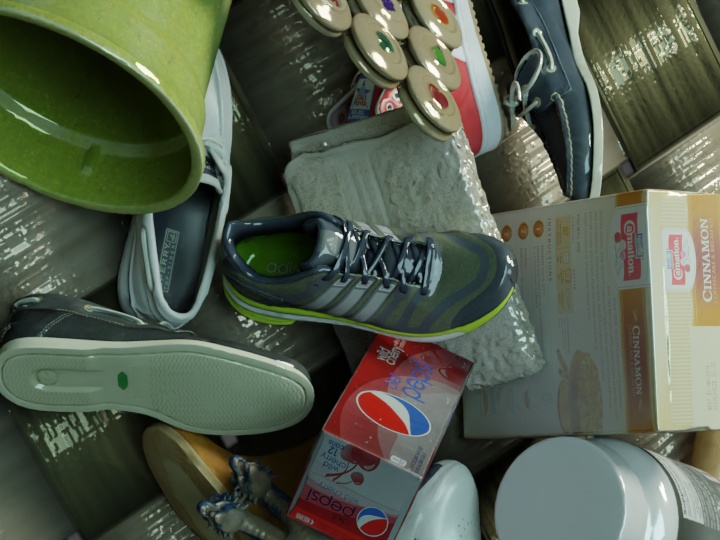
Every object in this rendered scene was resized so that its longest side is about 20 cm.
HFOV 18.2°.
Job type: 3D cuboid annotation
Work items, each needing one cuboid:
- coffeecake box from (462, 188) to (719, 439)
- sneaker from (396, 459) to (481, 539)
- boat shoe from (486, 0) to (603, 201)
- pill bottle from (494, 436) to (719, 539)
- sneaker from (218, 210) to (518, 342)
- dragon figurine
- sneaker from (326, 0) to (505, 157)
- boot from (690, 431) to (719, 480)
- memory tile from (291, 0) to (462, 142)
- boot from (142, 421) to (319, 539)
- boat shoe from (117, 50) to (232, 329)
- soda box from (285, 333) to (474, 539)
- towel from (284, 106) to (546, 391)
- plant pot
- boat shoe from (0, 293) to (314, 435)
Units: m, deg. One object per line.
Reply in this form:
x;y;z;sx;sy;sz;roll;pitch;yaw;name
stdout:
0.153;0.033;1.506;0.073;0.199;0.155;1;85;-35;coffeecake box
0.088;0.230;1.472;0.079;0.129;0.201;-1;99;-54;sneaker
0.126;-0.131;1.556;0.061;0.075;0.201;-3;62;-11;boat shoe
0.177;0.175;1.513;0.200;0.113;0.115;22;73;-56;pill bottle
0.000;0.000;1.423;0.198;0.081;0.074;-1;71;12;sneaker
-0.015;0.179;1.413;0.200;0.099;0.059;34;90;-42;dragon figurine
0.019;-0.158;1.530;0.112;0.071;0.201;-26;100;-30;sneaker
0.259;0.083;1.639;0.174;0.066;0.201;14;80;-26;boot
-0.005;-0.181;1.416;0.200;0.017;0.154;41;29;-23;memory tile
-0.040;0.132;1.482;0.201;0.071;0.144;50;60;-18;boot
-0.110;-0.060;1.456;0.073;0.065;0.202;6;83;-27;boat shoe
0.014;0.102;1.401;0.070;0.200;0.064;25;111;4;soda box
0.033;-0.008;1.490;0.034;0.132;0.201;-40;111;-61;towel
-0.156;-0.167;1.387;0.200;0.200;0.185;34;60;-21;plant pot
-0.126;0.054;1.408;0.198;0.072;0.068;8;37;-4;boat shoe
